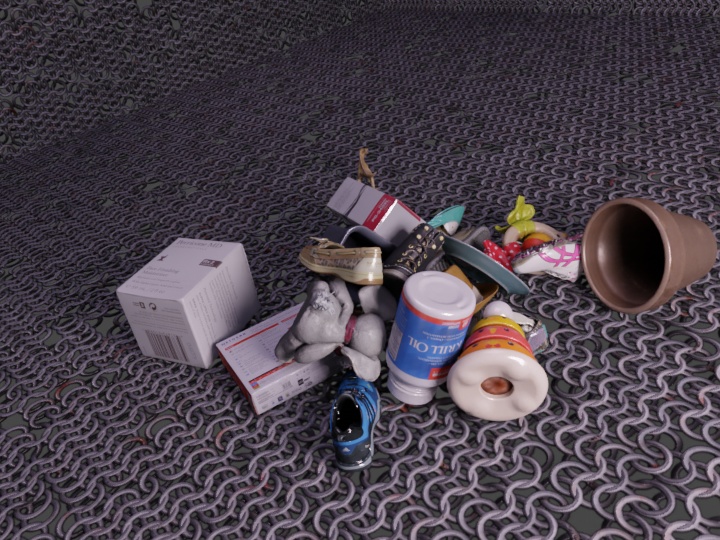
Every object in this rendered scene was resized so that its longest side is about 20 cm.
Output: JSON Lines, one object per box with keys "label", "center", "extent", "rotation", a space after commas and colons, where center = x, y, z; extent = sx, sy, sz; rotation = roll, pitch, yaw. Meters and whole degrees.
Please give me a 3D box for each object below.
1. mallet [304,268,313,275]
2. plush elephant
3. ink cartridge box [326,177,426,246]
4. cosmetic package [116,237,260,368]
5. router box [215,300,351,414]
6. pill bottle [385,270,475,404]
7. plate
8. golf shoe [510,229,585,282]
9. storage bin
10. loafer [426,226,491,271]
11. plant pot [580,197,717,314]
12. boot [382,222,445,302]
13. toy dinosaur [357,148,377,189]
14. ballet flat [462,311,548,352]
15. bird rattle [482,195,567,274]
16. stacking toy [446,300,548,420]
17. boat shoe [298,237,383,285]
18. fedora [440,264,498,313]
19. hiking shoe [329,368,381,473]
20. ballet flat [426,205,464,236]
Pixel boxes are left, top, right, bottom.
{"label": "mallet", "center": [-0.025, -0.026, 1.450], "extent": [0.200, 0.041, 0.066], "rotation": [-25, 32, -12]}
{"label": "plush elephant", "center": [-0.026, 0.095, 1.072], "extent": [0.165, 0.155, 0.200], "rotation": [-64, 11, -20]}
{"label": "ink cartridge box", "center": [0.044, -0.103, 1.341], "extent": [0.083, 0.145, 0.200], "rotation": [-56, 37, 1]}
{"label": "cosmetic package", "center": [-0.330, 0.058, 1.293], "extent": [0.165, 0.165, 0.200], "rotation": [6, 36, 24]}
{"label": "router box", "center": [-0.137, 0.150, 1.194], "extent": [0.200, 0.049, 0.179], "rotation": [-25, 34, -20]}
{"label": "pill bottle", "center": [0.102, 0.110, 1.023], "extent": [0.112, 0.200, 0.112], "rotation": [8, 34, -5]}
{"label": "plate", "center": [0.220, -0.002, 1.214], "extent": [0.200, 0.200, 0.026], "rotation": [30, 86, 47]}
{"label": "golf shoe", "center": [0.382, -0.018, 1.241], "extent": [0.200, 0.092, 0.073], "rotation": [-15, 0, -12]}
{"label": "storage bin", "center": [0.000, 0.000, 1.269], "extent": [0.146, 0.200, 0.134], "rotation": [-59, 29, 0]}
{"label": "loafer", "center": [0.189, -0.027, 1.355], "extent": [0.200, 0.075, 0.070], "rotation": [-32, 24, -33]}
{"label": "plant pot", "center": [0.523, -0.031, 1.156], "extent": [0.174, 0.200, 0.200], "rotation": [-5, 28, -23]}
{"label": "boot", "center": [0.087, -0.020, 1.129], "extent": [0.154, 0.073, 0.204], "rotation": [-52, 0, -11]}
{"label": "toy dinosaur", "center": [0.009, -0.256, 1.729], "extent": [0.058, 0.101, 0.200], "rotation": [-12, 32, 0]}
{"label": "ballet flat", "center": [0.223, 0.098, 1.140], "extent": [0.200, 0.072, 0.072], "rotation": [1, 35, 21]}
{"label": "bird rattle", "center": [0.331, -0.052, 1.315], "extent": [0.163, 0.113, 0.200], "rotation": [18, 43, 13]}
{"label": "stacking toy", "center": [0.211, 0.119, 1.027], "extent": [0.146, 0.146, 0.200], "rotation": [-4, 37, 12]}
{"label": "boat shoe", "center": [-0.031, -0.023, 1.086], "extent": [0.073, 0.063, 0.200], "rotation": [-2, 12, -41]}
{"label": "fedora", "center": [0.146, 0.045, 1.163], "extent": [0.200, 0.082, 0.201], "rotation": [-30, 5, 3]}
{"label": "hiking shoe", "center": [-0.007, 0.212, 1.020], "extent": [0.074, 0.087, 0.200], "rotation": [-9, 32, 4]}
{"label": "ballet flat", "center": [0.163, -0.078, 1.451], "extent": [0.200, 0.067, 0.070], "rotation": [-25, 59, -20]}
